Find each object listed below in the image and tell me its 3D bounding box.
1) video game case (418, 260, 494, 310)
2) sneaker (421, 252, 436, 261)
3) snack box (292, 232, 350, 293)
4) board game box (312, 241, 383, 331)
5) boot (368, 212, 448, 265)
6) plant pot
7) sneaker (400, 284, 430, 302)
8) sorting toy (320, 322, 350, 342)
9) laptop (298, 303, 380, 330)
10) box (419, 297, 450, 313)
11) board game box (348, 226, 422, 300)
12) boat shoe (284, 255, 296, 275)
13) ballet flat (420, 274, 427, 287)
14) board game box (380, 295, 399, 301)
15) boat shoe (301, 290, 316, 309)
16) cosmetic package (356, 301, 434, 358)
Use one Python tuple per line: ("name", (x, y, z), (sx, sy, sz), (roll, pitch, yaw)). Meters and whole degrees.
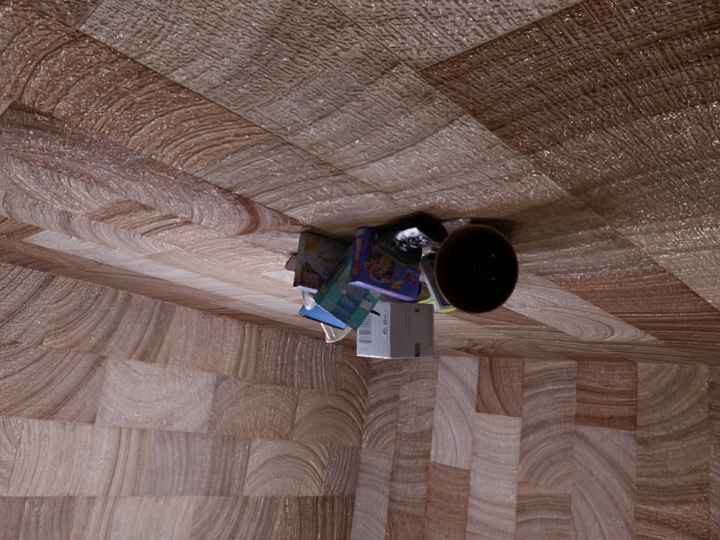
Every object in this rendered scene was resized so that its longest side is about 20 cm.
("video game case", (0.254, 0.029, 1.449), (0.193, 0.146, 0.018), (-4, 140, -21))
("sneaker", (0.253, -0.011, 1.542), (0.195, 0.073, 0.077), (13, 156, -32))
("snack box", (-0.079, -0.005, 1.576), (0.195, 0.148, 0.052), (14, 164, -29))
("board game box", (-0.009, 0.037, 1.530), (0.150, 0.202, 0.047), (36, -176, -33))
("boot", (0.136, -0.071, 1.373), (0.161, 0.068, 0.198), (14, 161, -32))
("plant pot", (0.278, -0.006, 1.343), (0.180, 0.194, 0.199), (3, -177, 19))
("sneaker", (0.150, 0.076, 1.901), (0.089, 0.081, 0.197), (16, 173, -40))
("sorting toy", (-0.057, 0.124, 1.903), (0.174, 0.109, 0.203), (-5, 132, 20))
("laptop", (-0.067, 0.130, 1.736), (0.173, 0.106, 0.199), (21, 180, -27))
("box", (0.281, 0.102, 1.999), (0.114, 0.050, 0.199), (12, 164, -18))
("board game box", (0.067, -0.014, 1.472), (0.196, 0.139, 0.044), (18, 164, -35))
("boat shoe", (-0.141, 0.013, 1.770), (0.197, 0.076, 0.092), (24, 169, 47))
("ballet flat", (0.221, 0.042, 1.785), (0.065, 0.059, 0.199), (-1, 164, 30))
("board game box", (-0.008, 0.051, 1.809), (0.195, 0.045, 0.197), (5, -171, -34))
("boat shoe", (-0.148, 0.025, 1.652), (0.069, 0.203, 0.070), (20, 126, -21))
("cosmetic package", (0.110, 0.185, 1.820), (0.195, 0.172, 0.162), (4, 174, -40))
